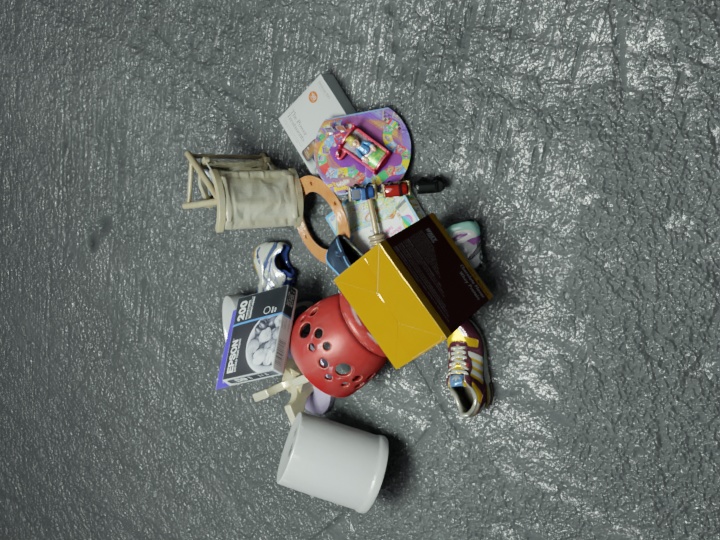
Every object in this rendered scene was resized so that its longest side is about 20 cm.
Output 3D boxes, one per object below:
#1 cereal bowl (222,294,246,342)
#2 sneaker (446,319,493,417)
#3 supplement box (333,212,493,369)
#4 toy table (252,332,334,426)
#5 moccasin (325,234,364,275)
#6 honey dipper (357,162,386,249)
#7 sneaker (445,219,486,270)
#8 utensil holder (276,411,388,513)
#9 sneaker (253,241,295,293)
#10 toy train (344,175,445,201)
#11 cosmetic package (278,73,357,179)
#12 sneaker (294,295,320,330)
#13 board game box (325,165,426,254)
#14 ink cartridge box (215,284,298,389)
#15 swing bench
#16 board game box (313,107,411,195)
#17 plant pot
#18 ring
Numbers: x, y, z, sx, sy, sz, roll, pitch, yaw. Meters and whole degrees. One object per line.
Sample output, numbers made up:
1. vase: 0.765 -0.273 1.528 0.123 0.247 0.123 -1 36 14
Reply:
1. cereal bowl: -0.265 0.152 1.750 0.200 0.083 0.201 172 90 -67
2. sneaker: 0.204 0.187 1.446 0.075 0.090 0.201 -16 91 36
3. supplement box: 0.100 0.033 1.334 0.133 0.200 0.198 -38 86 39
4. toy table: -0.152 0.250 1.695 0.184 0.117 0.200 -39 79 34
5. moccasin: 0.000 0.000 1.470 0.200 0.080 0.068 38 124 28
6. honey dipper: 0.022 -0.125 1.497 0.038 0.038 0.201 -10 93 36
7. sneaker: 0.153 -0.011 1.448 0.199 0.078 0.141 -14 91 37
8. utensil holder: -0.062 0.411 1.582 0.199 0.170 0.171 19 116 -9
9. sneaker: -0.190 0.032 1.699 0.088 0.075 0.201 -7 97 35
10. toy train: 0.067 -0.158 1.445 0.199 0.046 0.034 -5 110 7
11. cosmetic package: -0.068 -0.288 1.559 0.151 0.052 0.201 -38 78 32
12. sneaker: -0.162 0.126 1.631 0.070 0.200 0.082 60 165 -14
13. board game box: 0.030 -0.109 1.538 0.200 0.034 0.135 -35 79 35
14. ink cartridge box: -0.231 0.141 1.555 0.199 0.043 0.199 -18 51 33
15. swing bench: -0.253 -0.174 1.589 0.200 0.198 0.130 30 118 48
16. board game box: 0.000 -0.239 1.465 0.199 0.039 0.159 -8 88 11
17. plant pot: -0.020 0.137 1.529 0.182 0.200 0.201 -37 79 30
18. ring: -0.082 -0.109 1.587 0.200 0.019 0.201 31 132 41
